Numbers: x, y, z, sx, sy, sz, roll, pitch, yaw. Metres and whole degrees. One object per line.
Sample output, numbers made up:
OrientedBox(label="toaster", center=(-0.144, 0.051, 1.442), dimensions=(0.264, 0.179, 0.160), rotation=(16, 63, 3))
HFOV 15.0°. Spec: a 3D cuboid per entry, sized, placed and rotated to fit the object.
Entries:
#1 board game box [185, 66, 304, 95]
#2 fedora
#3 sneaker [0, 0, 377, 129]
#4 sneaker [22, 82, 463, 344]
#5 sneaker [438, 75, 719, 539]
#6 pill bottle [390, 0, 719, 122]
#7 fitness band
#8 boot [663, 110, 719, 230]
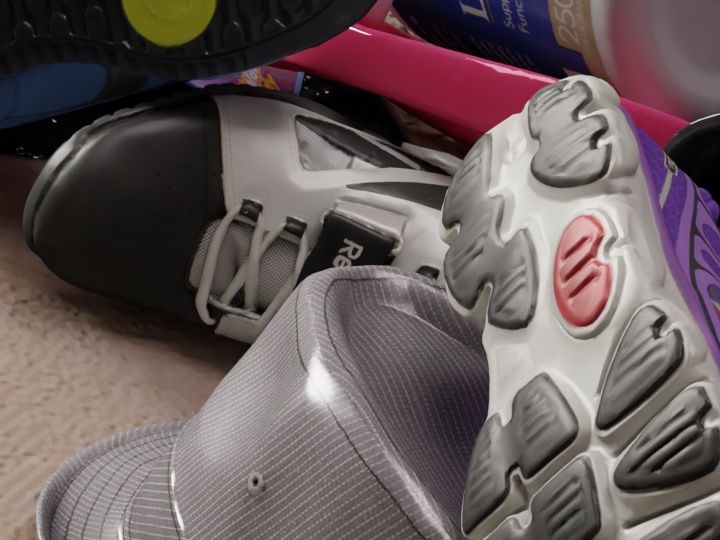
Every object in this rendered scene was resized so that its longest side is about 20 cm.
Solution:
OrientedBox(label="board game box", center=(-0.061, -0.140, 0.991), dimensions=(0.158, 0.039, 0.200), rotation=(44, 24, -17))
OrientedBox(label="fedora", center=(0.016, 0.064, 0.705), dimensions=(0.176, 0.090, 0.200), rotation=(4, 33, -31))
OrientedBox(label="sneaker", center=(-0.078, -0.084, 0.839), dimensions=(0.199, 0.066, 0.078), rotation=(-12, 3, 22))
OrientedBox(label="sneaker", center=(0.000, 0.000, 0.824), dimensions=(0.199, 0.074, 0.089), rotation=(7, 30, -25))
OrientedBox(label="sneaker", center=(0.076, 0.036, 0.643), dimensions=(0.083, 0.081, 0.200), rotation=(28, 38, -28))
OrientedBox(label="pill bottle", center=(0.071, -0.126, 0.987), dimensions=(0.115, 0.116, 0.200), rotation=(-2, 17, -37))
OrientedBox(label="fitness band", center=(0.037, -0.060, 0.914), dimensions=(0.143, 0.038, 0.200), rotation=(22, 2, -17))
OrientedBox(label="boot", center=(0.196, -0.048, 0.835), dimensions=(0.070, 0.200, 0.132), rotation=(63, 12, 18))
